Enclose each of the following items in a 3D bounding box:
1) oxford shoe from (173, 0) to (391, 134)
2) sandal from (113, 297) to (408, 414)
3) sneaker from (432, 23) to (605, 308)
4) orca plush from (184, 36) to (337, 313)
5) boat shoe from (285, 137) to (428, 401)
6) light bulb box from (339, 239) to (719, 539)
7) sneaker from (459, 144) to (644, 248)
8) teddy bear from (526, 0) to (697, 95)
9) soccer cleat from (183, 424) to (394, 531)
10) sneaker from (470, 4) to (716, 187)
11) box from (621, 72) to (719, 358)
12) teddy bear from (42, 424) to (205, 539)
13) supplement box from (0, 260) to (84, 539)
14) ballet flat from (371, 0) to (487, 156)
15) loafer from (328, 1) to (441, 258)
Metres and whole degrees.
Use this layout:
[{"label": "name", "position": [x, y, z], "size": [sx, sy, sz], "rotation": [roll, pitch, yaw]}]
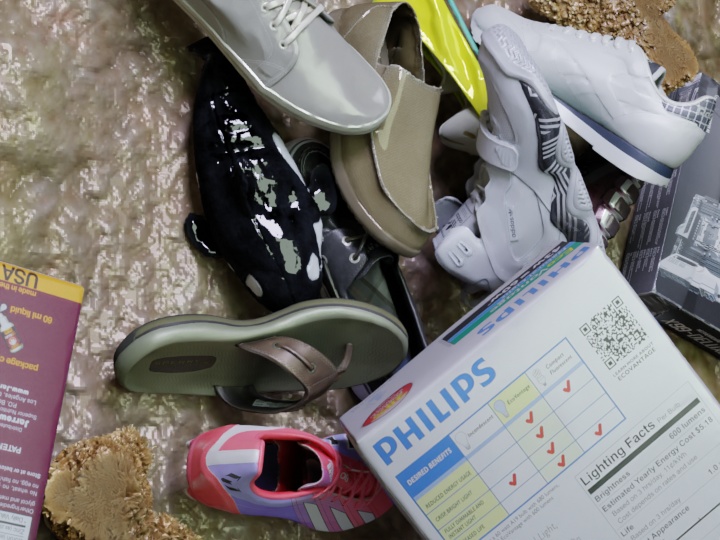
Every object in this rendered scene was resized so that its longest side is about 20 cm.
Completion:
[{"label": "oxford shoe", "position": [-0.057, -0.165, 1.067], "size": [0.200, 0.058, 0.075], "rotation": [42, 52, -6]}, {"label": "sandal", "position": [-0.062, 0.067, 1.070], "size": [0.199, 0.080, 0.058], "rotation": [-5, 47, -22]}, {"label": "sneaker", "position": [0.092, -0.064, 1.135], "size": [0.114, 0.075, 0.201], "rotation": [-21, 118, 5]}, {"label": "orca plush", "position": [-0.066, -0.071, 1.083], "size": [0.104, 0.071, 0.203], "rotation": [-1, 83, -5]}, {"label": "boat shoe", "position": [0.000, 0.000, 1.140], "size": [0.069, 0.066, 0.202], "rotation": [-20, 94, -35]}, {"label": "light bulb box", "position": [0.123, 0.118, 1.045], "size": [0.198, 0.125, 0.201], "rotation": [-38, 96, -4]}, {"label": "sneaker", "position": [0.141, -0.060, 1.245], "size": [0.115, 0.076, 0.201], "rotation": [37, 60, -15]}, {"label": "teddy bear", "position": [0.192, -0.225, 1.308], "size": [0.201, 0.067, 0.145], "rotation": [54, 49, -9]}, {"label": "soccer cleat", "position": [-0.028, 0.135, 1.077], "size": [0.199, 0.076, 0.068], "rotation": [14, 73, -46]}, {"label": "sneaker", "position": [0.171, -0.148, 1.228], "size": [0.199, 0.081, 0.076], "rotation": [38, 17, 14]}, {"label": "box", "position": [0.302, -0.039, 1.362], "size": [0.157, 0.050, 0.202], "rotation": [28, 68, -27]}, {"label": "teddy bear", "position": [-0.150, 0.199, 1.015], "size": [0.145, 0.066, 0.201], "rotation": [-42, 113, -27]}, {"label": "supplement box", "position": [-0.234, 0.101, 0.937], "size": [0.085, 0.110, 0.203], "rotation": [17, 73, -31]}, {"label": "ballet flat", "position": [0.074, -0.132, 1.205], "size": [0.067, 0.067, 0.201], "rotation": [-33, 87, -3]}, {"label": "loafer", "position": [0.020, -0.106, 1.134], "size": [0.076, 0.067, 0.202], "rotation": [17, 53, -49]}]
